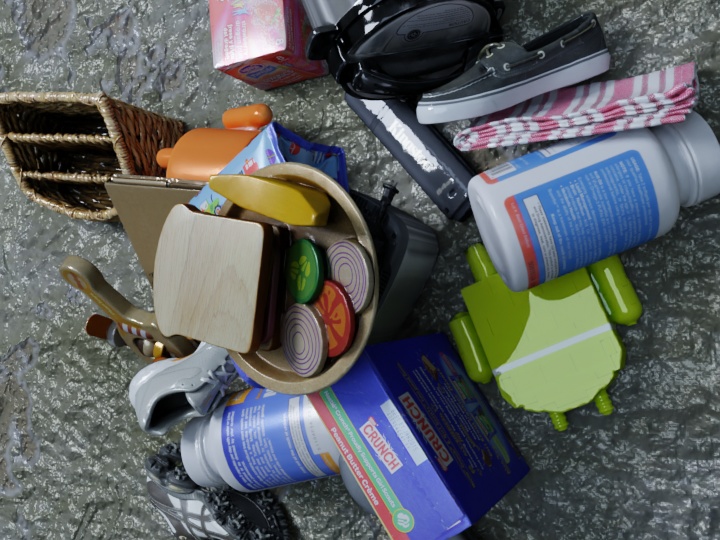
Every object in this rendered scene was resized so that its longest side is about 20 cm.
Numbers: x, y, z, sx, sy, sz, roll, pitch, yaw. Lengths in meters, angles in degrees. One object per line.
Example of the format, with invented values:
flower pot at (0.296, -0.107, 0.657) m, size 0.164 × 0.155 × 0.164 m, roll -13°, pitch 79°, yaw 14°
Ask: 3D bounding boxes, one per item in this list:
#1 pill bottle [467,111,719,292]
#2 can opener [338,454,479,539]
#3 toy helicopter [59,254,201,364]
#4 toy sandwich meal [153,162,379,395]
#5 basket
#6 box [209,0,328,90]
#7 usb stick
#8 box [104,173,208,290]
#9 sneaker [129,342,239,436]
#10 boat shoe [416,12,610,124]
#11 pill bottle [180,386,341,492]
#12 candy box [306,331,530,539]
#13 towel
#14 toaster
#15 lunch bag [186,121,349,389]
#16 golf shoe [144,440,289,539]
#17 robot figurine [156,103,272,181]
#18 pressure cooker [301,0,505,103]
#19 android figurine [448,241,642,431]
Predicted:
pill bottle at (0.206, -0.066, 0.670) m, size 0.200 × 0.112 × 0.112 m, roll -21°, pitch 79°, yaw 2°
can opener at (0.056, 0.243, 0.747) m, size 0.067 × 0.053 × 0.200 m, roll -35°, pitch 98°, yaw 13°
toy helicopter at (-0.275, 0.055, 0.892) m, size 0.132 × 0.200 × 0.079 m, roll -4°, pitch 45°, yaw 43°
toy sandwich meal at (-0.077, 0.006, 0.597) m, size 0.205 × 0.070 × 0.206 m, roll 3°, pitch 94°, yaw 37°
basket at (-0.341, -0.133, 0.932) m, size 0.200 × 0.149 × 0.143 m, roll 7°, pitch 91°, yaw 24°
box at (-0.106, -0.318, 0.852) m, size 0.094 × 0.103 × 0.200 m, roll -7°, pitch 84°, yaw 25°
usb stick at (0.056, -0.137, 0.808) m, size 0.055 × 0.033 × 0.200 m, roll -44°, pitch 72°, yaw 17°
box at (-0.185, -0.015, 0.857) m, size 0.163 × 0.021 × 0.200 m, roll 7°, pitch 131°, yaw 25°
sneaker at (-0.155, 0.111, 0.821) m, size 0.200 × 0.076 × 0.092 m, roll -37°, pitch 30°, yaw -1°
boat shoe at (0.139, -0.187, 0.707) m, size 0.200 × 0.069 × 0.057 m, roll -21°, pitch 109°, yaw -14°
pill bottle at (-0.091, 0.176, 0.824) m, size 0.200 × 0.112 × 0.112 m, roll -17°, pitch 81°, yaw 23°
candy box at (0.060, 0.149, 0.704) m, size 0.077 × 0.200 × 0.169 m, roll -37°, pitch 73°, yaw 20°
towel at (0.194, -0.150, 0.683) m, size 0.200 × 0.146 × 0.030 m, roll -4°, pitch 111°, yaw 25°
toaster at (0.000, 0.000, 0.776) m, size 0.114 × 0.129 × 0.200 m, roll 31°, pitch 101°, yaw 22°
lunch bag at (-0.072, -0.001, 0.678) m, size 0.150 × 0.094 × 0.200 m, roll -35°, pitch 58°, yaw 35°
golf shoe at (-0.168, 0.284, 0.888) m, size 0.200 × 0.078 × 0.095 m, roll 29°, pitch 118°, yaw 25°
robot figurine at (-0.134, -0.101, 0.850) m, size 0.200 × 0.117 × 0.144 m, roll 9°, pitch 61°, yaw 25°
pressure cooker at (0.037, -0.261, 0.742) m, size 0.176 × 0.179 × 0.200 m, roll -26°, pitch 74°, yaw 22°
android figurine at (0.178, 0.053, 0.739) m, size 0.182 × 0.041 × 0.200 m, roll -28°, pitch 75°, yaw 21°
